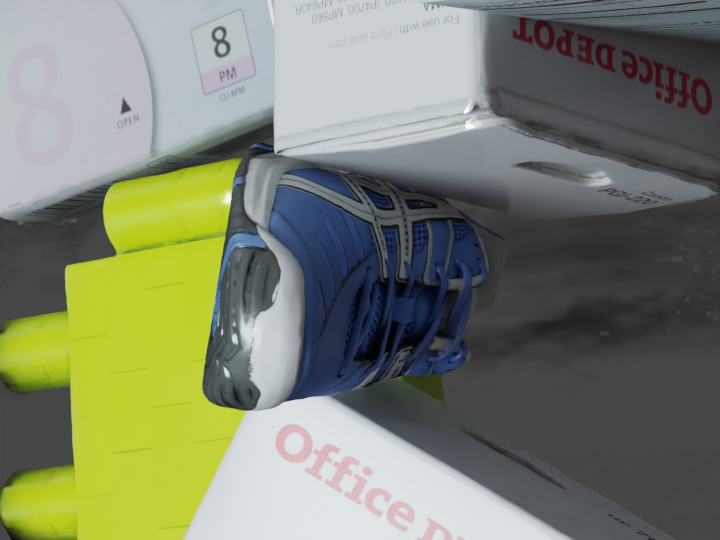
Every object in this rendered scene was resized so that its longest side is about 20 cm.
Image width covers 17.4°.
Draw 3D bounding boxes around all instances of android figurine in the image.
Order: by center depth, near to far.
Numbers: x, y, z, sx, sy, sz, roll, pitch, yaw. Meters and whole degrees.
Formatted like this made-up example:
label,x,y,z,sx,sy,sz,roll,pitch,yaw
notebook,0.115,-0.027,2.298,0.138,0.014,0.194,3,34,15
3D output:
label,x,y,z,sx,sy,sz,roll,pitch,yaw
android figurine,-0.051,0.050,0.882,0.200,0.041,0.182,-8,79,30

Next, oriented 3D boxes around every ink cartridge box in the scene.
label,x,y,z,sx,sy,sz,roll,pitch,yaw
ink cartridge box,0.046,-0.125,0.743,0.085,0.146,0.200,-10,76,38
ink cartridge box,-0.001,0.150,0.779,0.146,0.086,0.200,29,99,23
ink cartridge box,-0.093,-0.136,0.928,0.162,0.057,0.200,-19,83,36

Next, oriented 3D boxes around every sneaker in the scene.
label,x,y,z,sx,sy,sz,roll,pitch,yaw
sneaker,0.000,0.000,0.743,0.077,0.200,0.076,13,105,8

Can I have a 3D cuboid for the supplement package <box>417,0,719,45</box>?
label,x,y,z,sx,sy,sz,roll,pitch,yaw
supplement package,0.129,-0.166,0.660,0.147,0.200,0.192,-2,90,38
